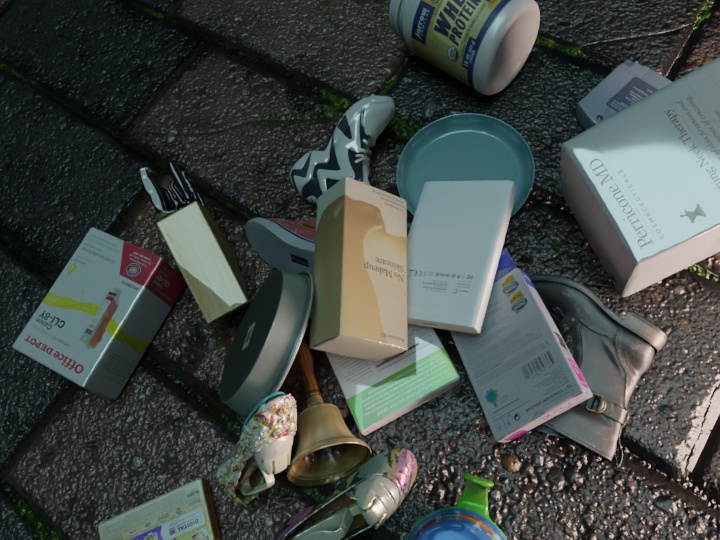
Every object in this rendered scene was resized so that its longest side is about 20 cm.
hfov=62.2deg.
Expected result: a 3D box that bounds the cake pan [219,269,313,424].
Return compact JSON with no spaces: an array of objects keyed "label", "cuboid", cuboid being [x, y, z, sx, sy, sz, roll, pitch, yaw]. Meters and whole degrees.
[{"label":"cake pan","cuboid":[-0.121,0.086,0.740,0.036,0.200,0.203,26,69,-19]}]

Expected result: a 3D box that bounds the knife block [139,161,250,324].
[{"label":"knife block","cuboid":[-0.232,-0.050,0.815,0.063,0.177,0.201,-28,42,-2]}]

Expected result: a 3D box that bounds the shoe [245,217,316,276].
[{"label":"shoe","cuboid":[-0.072,-0.043,0.853,0.198,0.072,0.091,22,45,36]}]

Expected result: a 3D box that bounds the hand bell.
[{"label":"hand bell","cuboid":[-0.061,0.155,0.762,0.103,0.105,0.202,-21,51,2]}]

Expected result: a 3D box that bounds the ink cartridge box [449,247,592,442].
[{"label":"ink cartridge box","cuboid":[0.178,0.087,0.722,0.119,0.042,0.202,-37,56,25]}]

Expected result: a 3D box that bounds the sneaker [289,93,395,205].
[{"label":"sneaker","cuboid":[0.003,-0.158,0.879,0.199,0.080,0.130,-40,66,-8]}]

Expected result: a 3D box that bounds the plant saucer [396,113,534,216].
[{"label":"plant saucer","cuboid":[0.151,-0.139,0.868,0.196,0.028,0.204,-4,66,9]}]

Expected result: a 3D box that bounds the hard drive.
[{"label":"hard drive","cuboid":[0.115,-0.024,0.767,0.130,0.027,0.203,5,66,35]}]

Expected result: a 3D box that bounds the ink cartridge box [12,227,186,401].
[{"label":"ink cartridge box","cuboid":[-0.369,0.061,0.855,0.143,0.084,0.202,20,72,19]}]

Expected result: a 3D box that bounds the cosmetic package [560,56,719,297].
[{"label":"cosmetic package","cuboid":[0.366,-0.099,0.705,0.198,0.166,0.169,-28,69,10]}]

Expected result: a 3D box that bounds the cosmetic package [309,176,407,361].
[{"label":"cosmetic package","cuboid":[0.000,0.000,0.734,0.071,0.104,0.204,-28,55,50]}]

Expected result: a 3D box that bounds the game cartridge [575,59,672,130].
[{"label":"game cartridge","cuboid":[0.411,-0.202,0.838,0.133,0.041,0.200,-39,64,-11]}]

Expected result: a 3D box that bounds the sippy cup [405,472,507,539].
[{"label":"sippy cup","cuboid":[0.099,0.315,0.617,0.137,0.131,0.180,-20,64,3]}]

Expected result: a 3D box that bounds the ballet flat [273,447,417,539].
[{"label":"ballet flat","cuboid":[-0.014,0.281,0.686,0.198,0.071,0.070,-32,93,-3]}]

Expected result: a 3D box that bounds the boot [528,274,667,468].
[{"label":"boot","cuboid":[0.248,0.113,0.715,0.198,0.069,0.176,29,83,29]}]

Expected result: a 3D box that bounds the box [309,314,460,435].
[{"label":"box","cuboid":[0.023,0.092,0.787,0.143,0.036,0.202,-27,62,-1]}]

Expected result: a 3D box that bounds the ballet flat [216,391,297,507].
[{"label":"ballet flat","cuboid":[-0.111,0.213,0.690,0.075,0.201,0.064,-14,60,-38]}]

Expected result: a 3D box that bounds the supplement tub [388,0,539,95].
[{"label":"supplement tub","cuboid":[0.154,-0.376,0.909,0.199,0.145,0.145,39,78,24]}]

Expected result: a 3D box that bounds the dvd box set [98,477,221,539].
[{"label":"dvd box set","cuboid":[-0.227,0.376,0.712,0.144,0.029,0.202,-24,63,0]}]
